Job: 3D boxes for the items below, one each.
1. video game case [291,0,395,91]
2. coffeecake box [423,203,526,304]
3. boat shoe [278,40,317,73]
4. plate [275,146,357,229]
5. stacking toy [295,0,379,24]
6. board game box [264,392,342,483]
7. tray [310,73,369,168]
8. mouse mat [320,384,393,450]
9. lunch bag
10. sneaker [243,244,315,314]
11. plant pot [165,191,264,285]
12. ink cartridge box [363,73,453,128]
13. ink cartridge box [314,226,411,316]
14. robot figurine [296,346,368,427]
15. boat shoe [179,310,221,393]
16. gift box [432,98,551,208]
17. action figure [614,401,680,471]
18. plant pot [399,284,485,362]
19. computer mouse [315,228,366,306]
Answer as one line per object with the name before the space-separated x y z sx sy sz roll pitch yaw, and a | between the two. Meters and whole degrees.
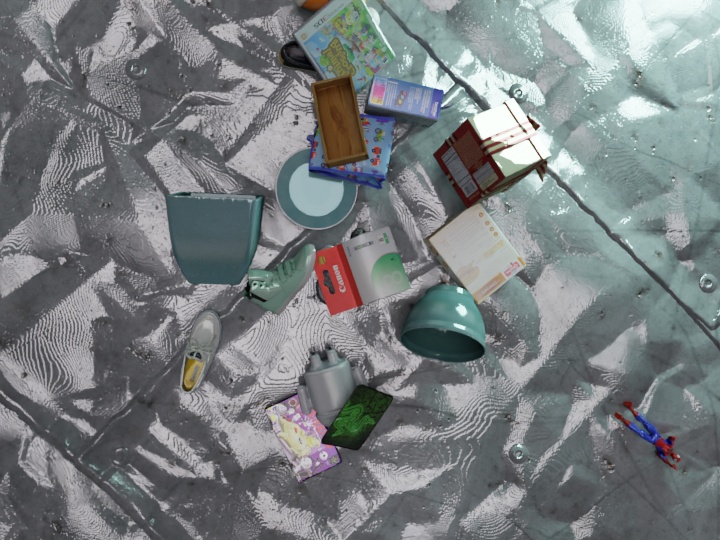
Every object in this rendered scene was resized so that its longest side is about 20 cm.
video game case | -0.034 -0.525 1.438 0.182 0.022 0.200 -42 125 -4
coffeecake box | 0.278 -0.043 1.502 0.153 0.073 0.200 -38 94 -4
boat shoe | -0.096 -0.511 1.469 0.199 0.062 0.075 3 90 -7
plate | -0.107 -0.199 1.492 0.200 0.026 0.201 0 92 -4
stacking toy | -0.040 -0.636 1.455 0.200 0.146 0.146 32 88 -21
board game box | -0.139 0.402 1.500 0.120 0.032 0.200 -25 93 -8
tray | -0.048 -0.343 1.414 0.098 0.037 0.201 -12 78 5
mouse mat | -0.003 0.348 1.442 0.008 0.200 0.161 33 88 34
lunch bag | -0.030 -0.293 1.453 0.199 0.094 0.151 11 81 -4
sneaker | -0.192 0.009 1.423 0.118 0.074 0.201 25 113 -29
plant pot | -0.326 -0.073 1.400 0.195 0.196 0.201 3 99 -5
ink cartridge box | 0.115 -0.393 1.451 0.199 0.136 0.077 13 95 -5
ink cartridge box | 0.000 0.000 1.450 0.200 0.050 0.161 -18 84 -16
robot figurine | -0.065 0.285 1.459 0.169 0.113 0.201 -15 92 -6
boat shoe | -0.383 0.194 1.445 0.074 0.086 0.202 20 90 -5
gift box | 0.313 -0.257 1.429 0.187 0.184 0.200 -28 87 -30
action figure | 0.741 0.421 1.539 0.200 0.099 0.065 41 89 -7
plant pot | 0.203 0.118 1.454 0.200 0.200 0.134 16 63 -5
computer mouse | -0.028 0.009 1.493 0.200 0.053 0.139 -44 92 -15
